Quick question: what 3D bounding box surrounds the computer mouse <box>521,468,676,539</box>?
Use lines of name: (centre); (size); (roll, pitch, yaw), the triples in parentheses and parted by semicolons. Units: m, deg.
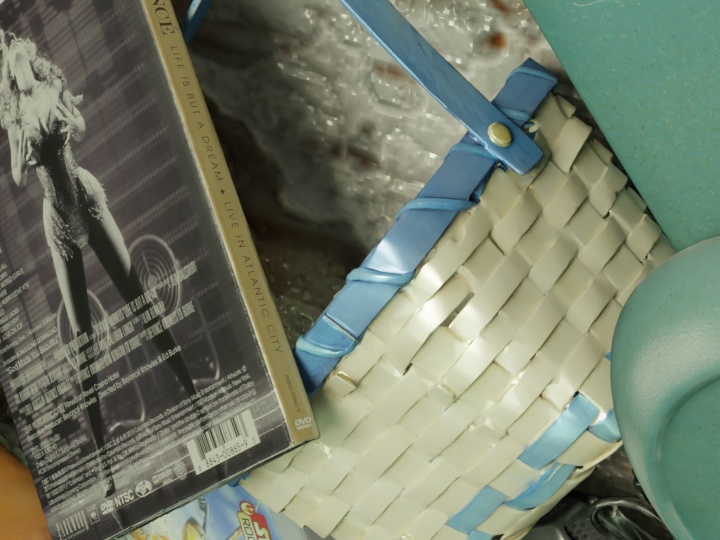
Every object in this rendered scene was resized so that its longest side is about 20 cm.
computer mouse: (0.075, 0.125, 0.804); (0.199, 0.053, 0.139); (-10, 117, 36)

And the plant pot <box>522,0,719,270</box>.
plant pot: (0.150, -0.057, 0.568); (0.140, 0.142, 0.201); (-16, 117, 28)

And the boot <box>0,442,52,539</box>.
boot: (-0.195, 0.054, 0.897); (0.199, 0.073, 0.156); (8, 118, 47)

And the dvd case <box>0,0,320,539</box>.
dvd case: (-0.091, -0.017, 0.704); (0.148, 0.016, 0.202); (-30, 76, 48)

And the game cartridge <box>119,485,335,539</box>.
game cartridge: (-0.064, 0.118, 0.902); (0.132, 0.042, 0.201); (4, 121, 36)

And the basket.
basket: (0.000, 0.000, 0.709); (0.200, 0.139, 0.176); (39, 135, -4)

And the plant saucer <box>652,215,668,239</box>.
plant saucer: (0.136, 0.010, 0.711); (0.069, 0.019, 0.202); (7, 121, 30)

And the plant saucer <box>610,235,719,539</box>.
plant saucer: (0.153, 0.066, 0.558); (0.199, 0.028, 0.201); (24, 149, 16)
